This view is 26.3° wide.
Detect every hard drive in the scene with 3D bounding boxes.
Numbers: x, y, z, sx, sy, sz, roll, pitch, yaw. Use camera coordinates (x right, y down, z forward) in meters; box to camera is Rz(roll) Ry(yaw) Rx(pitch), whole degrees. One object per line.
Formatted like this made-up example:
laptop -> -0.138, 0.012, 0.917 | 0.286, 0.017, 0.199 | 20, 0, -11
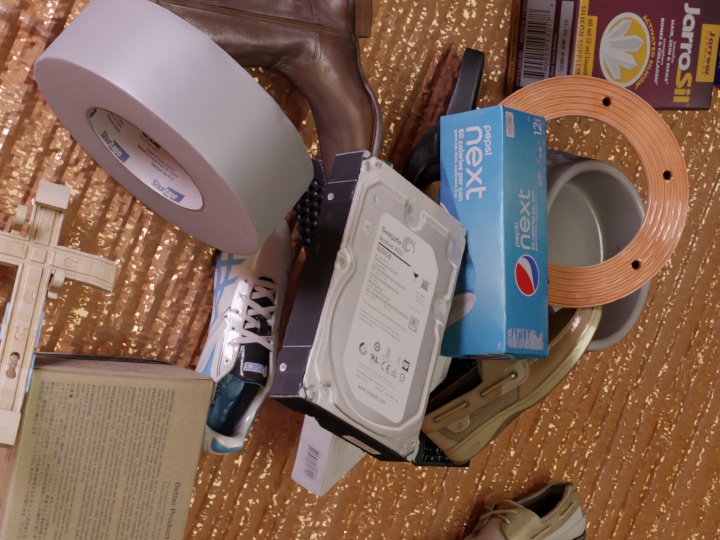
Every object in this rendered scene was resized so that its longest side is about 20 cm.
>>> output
hard drive -> 0.011, 0.028, 1.168 | 0.140, 0.038, 0.201 | 36, 60, -42

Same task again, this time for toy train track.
toy train track -> -0.232, 0.024, 1.076 | 0.114, 0.033, 0.201 | 14, 64, -15

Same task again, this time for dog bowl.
dog bowl -> 0.200, -0.014, 1.438 | 0.199, 0.059, 0.201 | 0, 90, -43

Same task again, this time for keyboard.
keyboard -> 0.107, 0.087, 1.425 | 0.104, 0.040, 0.201 | 5, 99, -39

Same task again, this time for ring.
ring -> 0.184, -0.068, 1.330 | 0.199, 0.019, 0.202 | 0, 87, -5

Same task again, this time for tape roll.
tape roll -> -0.130, -0.100, 1.076 | 0.066, 0.200, 0.200 | -52, 127, -17

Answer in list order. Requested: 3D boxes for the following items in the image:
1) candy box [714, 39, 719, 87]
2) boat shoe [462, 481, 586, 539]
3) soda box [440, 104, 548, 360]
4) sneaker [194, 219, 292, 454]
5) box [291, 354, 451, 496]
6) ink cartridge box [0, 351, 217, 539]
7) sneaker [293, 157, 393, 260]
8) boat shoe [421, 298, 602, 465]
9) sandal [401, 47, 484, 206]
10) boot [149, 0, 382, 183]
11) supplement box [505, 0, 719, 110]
candy box -> 0.460, -0.252, 1.604 | 0.199, 0.077, 0.170 | 12, 93, -42
boat shoe -> 0.140, 0.254, 1.477 | 0.199, 0.075, 0.069 | -13, 103, -44
soda box -> 0.109, -0.028, 1.261 | 0.064, 0.068, 0.201 | 8, 80, -48
sneaker -> -0.089, 0.051, 1.233 | 0.072, 0.072, 0.201 | 15, 90, -39
box -> 0.023, 0.081, 1.286 | 0.200, 0.036, 0.145 | -41, 153, -44
ink cartridge box -> -0.211, 0.165, 1.159 | 0.164, 0.075, 0.201 | 9, 94, -42
sneaker -> 0.000, -0.001, 1.292 | 0.093, 0.070, 0.201 | -12, 106, -31
boat shoe -> 0.130, 0.088, 1.362 | 0.064, 0.071, 0.200 | 42, 108, -8
sandal -> 0.064, -0.098, 1.331 | 0.075, 0.048, 0.201 | 83, 20, -73
boot -> -0.078, -0.148, 1.162 | 0.199, 0.064, 0.187 | 1, 84, -42
supplement box -> 0.237, -0.206, 1.426 | 0.199, 0.085, 0.111 | -4, 104, -39
